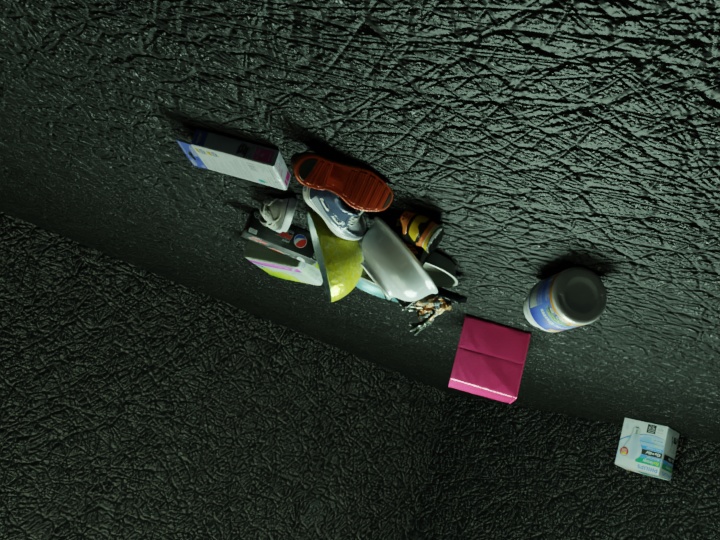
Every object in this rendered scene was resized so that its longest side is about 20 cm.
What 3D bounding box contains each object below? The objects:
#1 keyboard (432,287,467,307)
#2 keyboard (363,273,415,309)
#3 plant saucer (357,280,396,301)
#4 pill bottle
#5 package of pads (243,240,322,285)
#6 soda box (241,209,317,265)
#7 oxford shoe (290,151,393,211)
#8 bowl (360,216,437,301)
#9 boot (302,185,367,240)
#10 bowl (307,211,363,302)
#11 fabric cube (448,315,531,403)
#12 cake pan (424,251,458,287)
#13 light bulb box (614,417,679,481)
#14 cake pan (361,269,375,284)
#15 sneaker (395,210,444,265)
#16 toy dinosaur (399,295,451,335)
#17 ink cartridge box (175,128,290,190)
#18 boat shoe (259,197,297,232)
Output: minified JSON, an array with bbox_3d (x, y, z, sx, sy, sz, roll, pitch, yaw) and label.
[{"bbox_3d":[0.192,0.065,1.766,0.103,0.040,0.200,8,-174,-26],"label":"keyboard"},{"bbox_3d":[0.058,-0.005,1.616,0.200,0.040,0.104,49,132,-1],"label":"keyboard"},{"bbox_3d":[0.071,0.047,2.024,0.198,0.028,0.200,18,167,4],"label":"plant saucer"},{"bbox_3d":[0.404,0.065,1.443,0.111,0.113,0.200,19,166,-4],"label":"pill bottle"},{"bbox_3d":[-0.211,-0.022,2.032,0.198,0.069,0.154,12,165,29],"label":"package of pads"},{"bbox_3d":[-0.191,-0.081,1.773,0.198,0.064,0.071,23,166,-16],"label":"soda box"},{"bbox_3d":[-0.031,-0.163,1.249,0.198,0.072,0.073,22,-165,-29],"label":"oxford shoe"},{"bbox_3d":[0.063,-0.006,1.459,0.202,0.090,0.201,51,179,1],"label":"bowl"},{"bbox_3d":[-0.025,-0.110,1.391,0.090,0.073,0.200,15,167,39],"label":"boot"},{"bbox_3d":[-0.039,-0.042,1.545,0.106,0.203,0.200,-14,169,-7],"label":"bowl"},{"bbox_3d":[0.382,0.269,2.126,0.197,0.202,0.196,14,166,10],"label":"fabric cube"},{"bbox_3d":[0.135,-0.014,1.654,0.198,0.037,0.200,18,167,4],"label":"cake pan"},{"bbox_3d":[1.186,0.738,2.945,0.124,0.202,0.197,28,164,-38],"label":"light bulb box"},{"bbox_3d":[0.000,0.000,1.784,0.198,0.037,0.200,24,179,0],"label":"cake pan"},{"bbox_3d":[0.111,-0.071,1.418,0.090,0.070,0.200,36,171,7],"label":"sneaker"},{"bbox_3d":[0.189,0.103,1.930,0.135,0.103,0.199,-35,134,31],"label":"toy dinosaur"},{"bbox_3d":[-0.238,-0.212,1.346,0.197,0.042,0.119,14,167,8],"label":"ink cartridge box"},{"bbox_3d":[-0.189,-0.128,1.576,0.069,0.072,0.200,18,174,-14],"label":"boat shoe"}]
